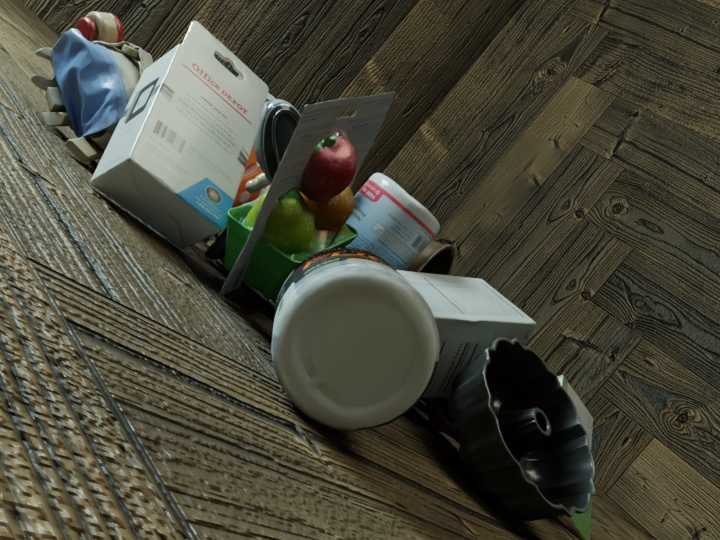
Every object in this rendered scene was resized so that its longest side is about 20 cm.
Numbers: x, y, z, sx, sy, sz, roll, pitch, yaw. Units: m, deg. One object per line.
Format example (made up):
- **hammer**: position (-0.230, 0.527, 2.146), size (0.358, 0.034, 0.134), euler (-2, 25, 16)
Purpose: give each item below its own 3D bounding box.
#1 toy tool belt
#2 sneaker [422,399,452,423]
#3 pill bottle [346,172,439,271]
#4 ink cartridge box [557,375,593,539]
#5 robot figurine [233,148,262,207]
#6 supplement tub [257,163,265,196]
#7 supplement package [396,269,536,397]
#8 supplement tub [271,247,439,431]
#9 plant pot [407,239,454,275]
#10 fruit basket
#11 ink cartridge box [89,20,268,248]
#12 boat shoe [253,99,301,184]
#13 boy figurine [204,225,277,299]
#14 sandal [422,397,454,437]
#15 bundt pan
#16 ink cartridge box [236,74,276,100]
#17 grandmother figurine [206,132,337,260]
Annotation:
- **toy tool belt**: position (-0.287, -0.200, 0.849), size (0.123, 0.125, 0.200), euler (-10, 69, -52)
- **sneaker**: position (0.095, 0.127, 1.078), size (0.104, 0.060, 0.200), euler (29, -32, 26)
- **pill bottle**: position (-0.003, -0.014, 0.985), size (0.109, 0.200, 0.109), euler (40, 1, -1)
- **ink cartridge box**: position (0.301, 0.266, 1.110), size (0.200, 0.048, 0.146), euler (50, 39, -27)
- **robot figurine**: position (-0.184, -0.150, 0.964), size (0.117, 0.144, 0.200), euler (-3, -69, 36)
- **supplement tub**: position (-0.206, -0.139, 1.086), size (0.200, 0.123, 0.123), euler (39, 2, -20)
- **supplement package**: position (0.085, 0.075, 0.936), size (0.200, 0.110, 0.114), euler (6, 25, -37)
- **supplement tub**: position (-0.010, 0.046, 0.650), size (0.122, 0.123, 0.200), euler (40, 1, -8)
- **plant pot**: position (0.000, 0.000, 1.145), size (0.198, 0.200, 0.200), euler (33, -1, 18)
- **fruit basket**: position (-0.051, -0.080, 0.757), size (0.094, 0.200, 0.185), euler (30, 27, 17)
- **ink cartridge box**: position (-0.172, -0.138, 0.793), size (0.116, 0.067, 0.200), euler (39, 46, -33)
- **boat shoe**: position (-0.065, -0.089, 0.881), size (0.066, 0.070, 0.200), euler (21, -55, 51)
- **boy figurine**: position (-0.071, 0.023, 0.872), size (0.200, 0.064, 0.124), euler (41, 5, -2)
- **sandal**: position (0.095, 0.172, 0.984), size (0.203, 0.050, 0.082), euler (39, -16, 37)
- **bundt pan**: position (0.168, 0.178, 0.864), size (0.202, 0.076, 0.202), euler (35, 38, -33)
- **ink cartridge box**: position (-0.196, -0.186, 1.207), size (0.129, 0.200, 0.125), euler (40, 2, -19)
- **grandmother figurine**: position (-0.093, -0.089, 0.950), size (0.061, 0.200, 0.121), euler (41, 2, 12)
